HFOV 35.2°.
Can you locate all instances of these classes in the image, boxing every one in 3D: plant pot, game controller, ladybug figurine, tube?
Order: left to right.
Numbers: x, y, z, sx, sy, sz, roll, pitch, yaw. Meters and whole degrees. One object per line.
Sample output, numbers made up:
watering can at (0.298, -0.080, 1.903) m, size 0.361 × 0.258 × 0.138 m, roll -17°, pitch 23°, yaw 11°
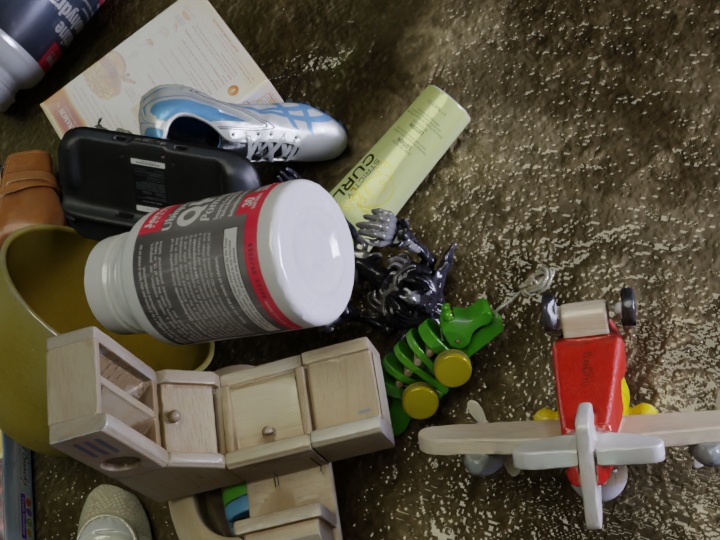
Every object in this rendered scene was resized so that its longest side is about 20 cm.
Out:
plant pot at (-0.249, 0.077, 0.990) m, size 0.200 × 0.200 × 0.142 m, roll 47°, pitch 113°, yaw 30°
game controller at (-0.173, -0.064, 0.974) m, size 0.199 × 0.042 × 0.105 m, roll 11°, pitch 112°, yaw 20°
ladybug figurine at (-0.088, 0.177, 0.936) m, size 0.135 × 0.072 × 0.201 m, roll -18°, pitch 61°, yaw 10°
tube at (0.018, -0.077, 1.031) m, size 0.200 × 0.052 × 0.058 m, roll -49°, pitch 32°, yaw 1°

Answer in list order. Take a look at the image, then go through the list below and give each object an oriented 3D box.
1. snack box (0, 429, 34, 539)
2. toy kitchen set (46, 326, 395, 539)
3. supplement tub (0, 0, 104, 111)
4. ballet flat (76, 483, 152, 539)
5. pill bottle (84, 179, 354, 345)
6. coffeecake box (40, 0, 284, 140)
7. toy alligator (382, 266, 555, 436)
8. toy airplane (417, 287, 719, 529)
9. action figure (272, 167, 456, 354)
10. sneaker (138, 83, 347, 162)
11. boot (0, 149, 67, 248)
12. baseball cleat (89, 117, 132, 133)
snack box at (-0.378, 0.179, 1.051) m, size 0.142 × 0.053 × 0.201 m, roll -18°, pitch 61°, yaw 13°
toy kitchen set at (-0.089, 0.129, 0.814) m, size 0.199 × 0.181 × 0.164 m, roll -15°, pitch 62°, yaw 10°
supplement tub at (-0.368, -0.285, 1.212) m, size 0.140 × 0.140 × 0.200 m, roll 30°, pitch 79°, yaw 29°
ballet flat at (-0.205, 0.267, 0.941) m, size 0.067 × 0.062 × 0.201 m, roll -9°, pitch 63°, yaw -1°
pill bottle at (-0.114, -0.001, 0.880) m, size 0.199 × 0.111 × 0.111 m, roll -9°, pitch 63°, yaw 30°
coffeecake box at (-0.194, -0.159, 1.129) m, size 0.200 × 0.073 × 0.154 m, roll -36°, pitch 61°, yaw 1°
toy alligator at (0.069, 0.055, 0.914) m, size 0.200 × 0.054 × 0.059 m, roll -48°, pitch 16°, yaw 20°
toy airplane at (0.172, 0.120, 0.830) m, size 0.199 × 0.142 × 0.200 m, roll -29°, pitch 33°, yaw -25°
action figure at (0.000, 0.000, 0.961) m, size 0.200 × 0.102 × 0.119 m, roll 30°, pitch 98°, yaw 17°
sneaker at (-0.104, -0.119, 1.037) m, size 0.199 × 0.072 × 0.073 m, roll 5°, pitch 57°, yaw -24°
boot at (-0.391, -0.036, 1.139) m, size 0.199 × 0.077 × 0.156 m, roll -17°, pitch 63°, yaw 9°
baseball cleat at (-0.178, -0.051, 1.036) m, size 0.200 × 0.070 × 0.107 m, roll 29°, pitch 110°, yaw 3°
